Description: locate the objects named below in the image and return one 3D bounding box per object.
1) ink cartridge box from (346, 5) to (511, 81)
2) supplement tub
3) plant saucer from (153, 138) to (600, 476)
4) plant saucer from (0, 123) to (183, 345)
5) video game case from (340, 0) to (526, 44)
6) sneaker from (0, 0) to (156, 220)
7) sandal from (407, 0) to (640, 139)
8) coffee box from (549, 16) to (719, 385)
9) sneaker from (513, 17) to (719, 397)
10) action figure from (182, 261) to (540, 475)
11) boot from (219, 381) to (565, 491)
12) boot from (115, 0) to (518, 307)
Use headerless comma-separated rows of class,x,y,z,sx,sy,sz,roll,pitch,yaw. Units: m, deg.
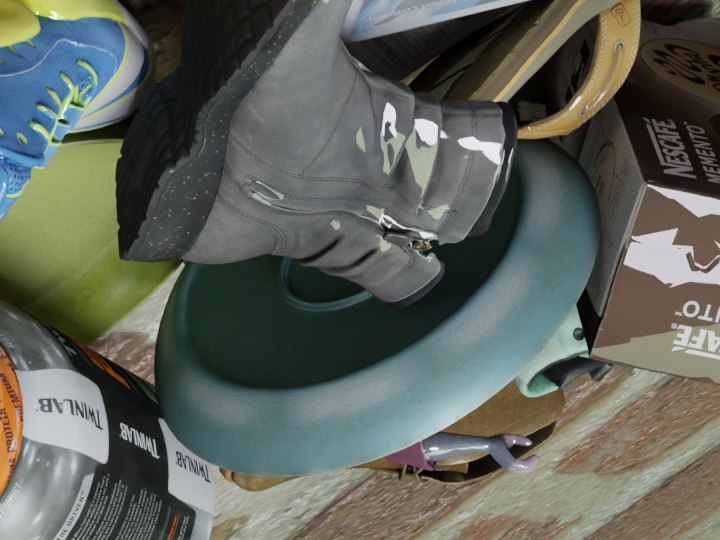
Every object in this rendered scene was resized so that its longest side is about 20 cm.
ink cartridge box,0.064,-0.154,0.955,0.199,0.042,0.119,-31,157,11
supplement tub,-0.146,0.081,1.016,0.122,0.123,0.200,-32,159,7
plant saucer,0.000,0.000,1.017,0.199,0.200,0.027,-30,126,1
plant saucer,-0.157,-0.004,1.023,0.199,0.031,0.200,-25,158,-11
video game case,0.074,-0.155,0.888,0.199,0.023,0.183,-16,154,-25
sneaker,-0.132,-0.048,0.859,0.076,0.105,0.199,-42,154,29
sandal,0.083,-0.087,1.017,0.080,0.054,0.200,-24,-169,49
coffee box,0.145,-0.031,1.059,0.112,0.200,0.080,13,114,-8
sneaker,0.128,-0.024,1.206,0.074,0.119,0.200,2,141,-49
action figure,-0.002,0.046,1.181,0.148,0.134,0.200,-22,154,-15
boot,0.021,0.087,1.373,0.199,0.076,0.074,-21,158,-17
boot,0.000,-0.063,0.889,0.131,0.070,0.200,8,148,-20
